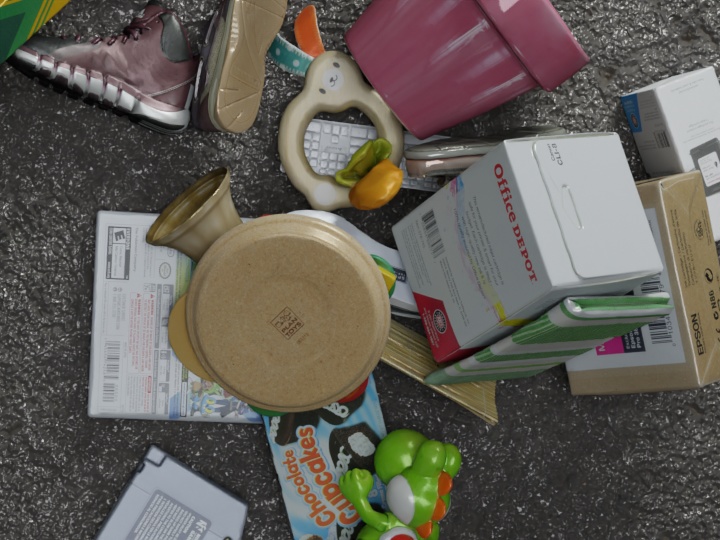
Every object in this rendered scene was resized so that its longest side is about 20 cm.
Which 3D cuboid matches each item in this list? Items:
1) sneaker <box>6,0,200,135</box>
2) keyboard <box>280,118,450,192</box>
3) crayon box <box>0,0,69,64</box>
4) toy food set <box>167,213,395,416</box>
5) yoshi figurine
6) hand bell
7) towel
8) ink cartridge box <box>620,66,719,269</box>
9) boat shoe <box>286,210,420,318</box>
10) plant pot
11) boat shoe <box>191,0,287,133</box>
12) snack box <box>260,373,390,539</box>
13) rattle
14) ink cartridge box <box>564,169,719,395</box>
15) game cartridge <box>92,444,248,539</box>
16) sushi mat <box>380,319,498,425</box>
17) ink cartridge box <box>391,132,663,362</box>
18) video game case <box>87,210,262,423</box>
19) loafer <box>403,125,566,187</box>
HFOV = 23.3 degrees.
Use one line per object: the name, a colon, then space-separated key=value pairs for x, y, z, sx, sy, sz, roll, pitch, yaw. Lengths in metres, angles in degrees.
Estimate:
sneaker: x=-0.243 y=-0.217 z=1.680 sx=0.199 sy=0.076 sz=0.116 roll=23 pitch=83 yaw=-18
keyboard: x=0.020 y=-0.114 z=1.743 sx=0.198 sy=0.011 sz=0.057 roll=7 pitch=91 yaw=-8
crayon box: x=-0.325 y=-0.275 z=1.633 sx=0.200 sy=0.126 sz=0.052 roll=-44 pitch=135 yaw=-4
toy food set: x=-0.067 y=0.043 z=1.628 sx=0.197 sy=0.049 sz=0.201 roll=29 pitch=106 yaw=-8
yoshi figurine: x=0.028 y=0.236 z=1.683 sx=0.112 sy=0.112 sz=0.201 roll=34 pitch=107 yaw=16
hand bell: x=-0.104 y=0.010 z=1.682 sx=0.104 sy=0.104 sz=0.200 roll=-41 pitch=108 yaw=-5
towel: x=0.177 y=0.064 z=1.643 sx=0.152 sy=0.200 sz=0.024 roll=-3 pitch=71 yaw=-41
ink cartridge box: x=0.335 y=-0.093 z=1.734 sx=0.066 sy=0.116 sz=0.202 roll=-21 pitch=95 yaw=-8
boat shoe: x=0.000 y=0.000 z=1.713 sx=0.198 sy=0.068 sz=0.072 roll=17 pitch=69 yaw=-16
plant pot: x=0.091 y=-0.227 z=1.669 sx=0.178 sy=0.200 sz=0.201 roll=-36 pitch=96 yaw=10
boat shoe: x=-0.122 y=-0.226 z=1.687 sx=0.072 sy=0.064 sz=0.202 roll=28 pitch=67 yaw=-47
snack box: x=-0.028 y=0.185 z=1.714 sx=0.115 sy=0.037 sz=0.202 roll=-16 pitch=105 yaw=-7
rattle: x=-0.031 y=-0.156 z=1.669 sx=0.129 sy=0.143 sz=0.202 roll=-11 pitch=96 yaw=14
ink cartridge box: x=0.266 y=0.015 z=1.698 sx=0.075 sy=0.164 sz=0.202 roll=-16 pitch=94 yaw=-43
game cartridge: x=-0.201 y=0.290 z=1.712 sx=0.133 sy=0.042 sz=0.201 roll=33 pitch=87 yaw=-12
sushi mat: x=0.049 y=0.081 z=1.713 sx=0.199 sy=0.096 sz=0.012 roll=29 pitch=114 yaw=-8
ink cartridge box: x=0.154 y=-0.022 z=1.634 sx=0.144 sy=0.200 sz=0.146 roll=-8 pitch=73 yaw=-34
video game case: x=-0.173 y=0.047 z=1.716 sx=0.181 sy=0.022 sz=0.202 roll=3 pitch=90 yaw=-8
loafer: x=0.126 y=-0.100 z=1.698 sx=0.199 sy=0.072 sz=0.063 roll=-12 pitch=105 yaw=-38
